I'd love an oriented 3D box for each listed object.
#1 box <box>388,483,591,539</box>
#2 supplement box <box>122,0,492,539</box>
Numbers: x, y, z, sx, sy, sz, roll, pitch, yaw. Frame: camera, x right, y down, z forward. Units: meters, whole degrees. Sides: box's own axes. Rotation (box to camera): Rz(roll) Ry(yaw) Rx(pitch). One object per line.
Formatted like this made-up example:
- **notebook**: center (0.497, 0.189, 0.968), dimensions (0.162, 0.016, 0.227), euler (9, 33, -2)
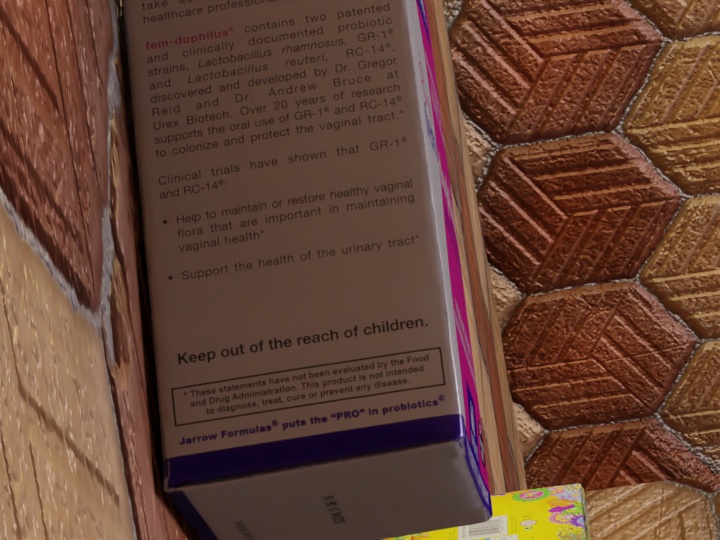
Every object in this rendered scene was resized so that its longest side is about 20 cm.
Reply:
- **box**: center (0.082, 0.247, 1.650), dimensions (0.200, 0.121, 0.194), euler (-81, 162, -76)
- **supplement box**: center (-0.019, -0.014, 1.017), dimensions (0.101, 0.103, 0.201), euler (67, 14, -69)
